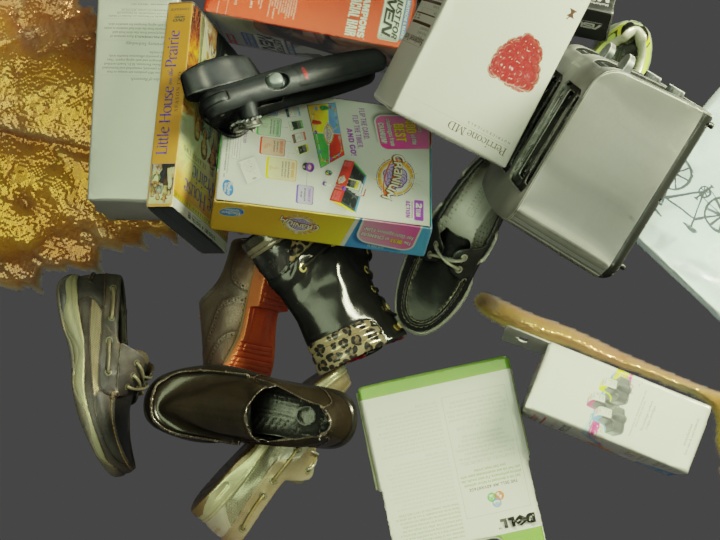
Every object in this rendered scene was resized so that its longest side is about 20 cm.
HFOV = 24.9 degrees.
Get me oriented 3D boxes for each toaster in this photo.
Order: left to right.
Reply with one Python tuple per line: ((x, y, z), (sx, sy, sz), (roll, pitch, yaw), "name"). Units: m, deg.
((0.204, -0.098, 1.461), (0.118, 0.181, 0.201), (28, 102, -10), "toaster")

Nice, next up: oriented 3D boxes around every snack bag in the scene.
((0.367, -0.059, 1.584), (0.188, 0.021, 0.200), (43, 85, 8), "snack bag")

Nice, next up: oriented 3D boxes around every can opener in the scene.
((-0.063, -0.172, 1.490), (0.199, 0.063, 0.079), (-15, 86, -24), "can opener")

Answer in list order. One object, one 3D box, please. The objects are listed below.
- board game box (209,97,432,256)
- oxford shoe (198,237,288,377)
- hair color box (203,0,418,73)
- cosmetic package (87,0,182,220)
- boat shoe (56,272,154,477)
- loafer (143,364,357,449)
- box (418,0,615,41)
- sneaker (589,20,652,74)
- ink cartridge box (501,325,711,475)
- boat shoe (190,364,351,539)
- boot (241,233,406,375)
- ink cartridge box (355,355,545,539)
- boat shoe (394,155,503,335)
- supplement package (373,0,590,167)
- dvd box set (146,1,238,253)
((-0.034, -0.094, 1.506), (0.198, 0.040, 0.154), (8, 50, -6), "board game box")
((-0.124, 0.066, 1.573), (0.073, 0.071, 0.201), (18, 84, 31), "oxford shoe")
((-0.044, -0.245, 1.582), (0.198, 0.111, 0.064), (10, 83, 4), "hair color box")
((-0.212, -0.155, 1.578), (0.084, 0.108, 0.202), (0, 83, 2), "cosmetic package")
((-0.238, 0.095, 1.560), (0.073, 0.075, 0.201), (-14, 83, 1), "boat shoe")
((-0.104, 0.122, 1.481), (0.198, 0.071, 0.074), (2, 84, 8), "loafer")
((0.157, -0.315, 1.588), (0.199, 0.044, 0.161), (11, 60, 4), "box")
((0.224, -0.153, 1.575), (0.075, 0.076, 0.201), (19, 85, 3), "sneaker")
((0.214, 0.123, 1.516), (0.199, 0.115, 0.068), (22, 83, 6), "ink cartridge box")
((-0.073, 0.173, 1.547), (0.065, 0.072, 0.200), (43, 85, -5), "boat shoe")
((0.000, 0.000, 1.541), (0.199, 0.073, 0.151), (-23, 84, -35), "boot")
((0.087, 0.195, 1.532), (0.147, 0.076, 0.201), (-12, 83, 0), "ink cartridge box")
((0.095, -0.030, 1.570), (0.074, 0.060, 0.201), (33, 85, 5), "boat shoe")
((0.114, -0.213, 1.466), (0.121, 0.120, 0.201), (25, 98, -12), "supplement package")
((-0.154, -0.132, 1.539), (0.029, 0.146, 0.201), (-1, 73, 16), "dvd box set")
